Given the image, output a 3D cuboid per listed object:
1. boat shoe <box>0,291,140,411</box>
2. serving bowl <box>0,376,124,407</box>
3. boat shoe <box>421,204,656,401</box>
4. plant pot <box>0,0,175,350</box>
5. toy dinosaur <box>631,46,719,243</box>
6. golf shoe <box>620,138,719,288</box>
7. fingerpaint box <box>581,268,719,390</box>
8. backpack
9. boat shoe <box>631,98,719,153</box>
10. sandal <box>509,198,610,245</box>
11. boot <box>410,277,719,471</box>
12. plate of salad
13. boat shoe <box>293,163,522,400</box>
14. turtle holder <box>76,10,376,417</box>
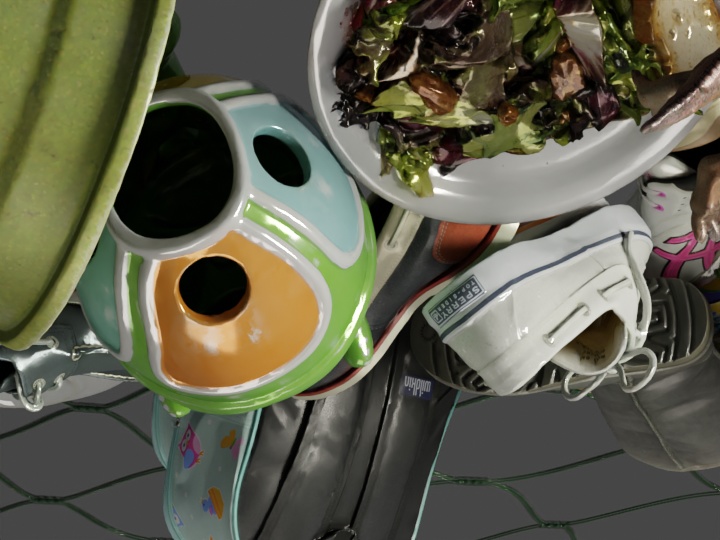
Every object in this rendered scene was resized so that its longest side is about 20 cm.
[{"bbox_3d":[-0.182,0.044,1.160,0.199,0.062,0.073,11,156,-28],"label":"boat shoe"},{"bbox_3d":[-0.218,0.042,1.411,0.199,0.066,0.200,-1,158,0],"label":"serving bowl"},{"bbox_3d":[0.108,0.025,1.101,0.075,0.086,0.202,-39,170,25],"label":"boat shoe"},{"bbox_3d":[-0.194,-0.091,0.920,0.183,0.201,0.200,20,153,-19],"label":"plant pot"},{"bbox_3d":[0.201,-0.070,0.934,0.199,0.086,0.135,19,142,-38],"label":"toy dinosaur"},{"bbox_3d":[0.174,-0.049,1.189,0.092,0.073,0.200,15,145,-27],"label":"golf shoe"},{"bbox_3d":[0.214,0.018,1.358,0.199,0.074,0.166,-21,153,41],"label":"fingerpaint box"},{"bbox_3d":[-0.038,0.096,1.373,0.153,0.201,0.175,2,169,44],"label":"backpack"},{"bbox_3d":[0.084,-0.094,1.086,0.199,0.072,0.072,-2,132,32],"label":"boat shoe"},{"bbox_3d":[0.071,-0.035,1.230,0.079,0.060,0.207,-23,-177,-11],"label":"sandal"},{"bbox_3d":[0.137,0.061,1.288,0.181,0.073,0.200,2,166,17],"label":"boot"},{"bbox_3d":[0.076,-0.094,0.983,0.199,0.048,0.201,-8,131,-9],"label":"plate of salad"},{"bbox_3d":[0.000,0.000,1.121,0.062,0.072,0.200,22,142,-25],"label":"boat shoe"},{"bbox_3d":[-0.065,-0.035,1.020,0.140,0.187,0.132,3,157,16],"label":"turtle holder"}]
